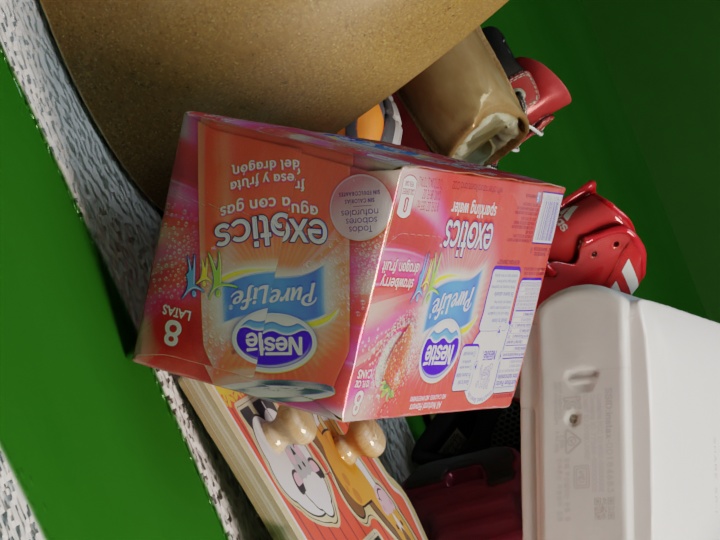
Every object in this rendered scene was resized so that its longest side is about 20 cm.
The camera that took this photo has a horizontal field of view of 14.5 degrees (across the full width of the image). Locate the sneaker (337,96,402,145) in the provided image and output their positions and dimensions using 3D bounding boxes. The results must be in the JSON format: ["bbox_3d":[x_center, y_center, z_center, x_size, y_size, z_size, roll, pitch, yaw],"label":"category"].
[{"bbox_3d":[-0.047,-0.115,1.360,0.112,0.077,0.200,54,8,-38],"label":"sneaker"}]

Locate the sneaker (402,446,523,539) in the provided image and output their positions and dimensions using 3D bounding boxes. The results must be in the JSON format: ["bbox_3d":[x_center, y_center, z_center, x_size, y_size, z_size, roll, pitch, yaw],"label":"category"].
[{"bbox_3d":[0.063,0.166,1.353,0.200,0.079,0.096,-81,159,-65],"label":"sneaker"}]

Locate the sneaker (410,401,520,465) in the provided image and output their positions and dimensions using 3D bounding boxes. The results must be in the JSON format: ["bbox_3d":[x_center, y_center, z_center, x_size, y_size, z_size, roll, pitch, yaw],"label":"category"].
[{"bbox_3d":[0.085,0.132,1.491,0.076,0.114,0.200,-59,158,-50],"label":"sneaker"}]

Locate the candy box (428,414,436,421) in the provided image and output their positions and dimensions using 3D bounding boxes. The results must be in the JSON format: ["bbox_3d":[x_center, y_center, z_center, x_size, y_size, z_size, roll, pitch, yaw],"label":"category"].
[{"bbox_3d":[0.057,0.024,1.589,0.115,0.055,0.200,19,50,-74],"label":"candy box"}]

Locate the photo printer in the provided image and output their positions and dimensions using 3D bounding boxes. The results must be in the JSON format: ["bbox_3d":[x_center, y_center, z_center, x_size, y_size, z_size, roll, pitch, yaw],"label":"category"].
[{"bbox_3d":[0.144,0.101,1.329,0.200,0.069,0.167,18,70,-61],"label":"photo printer"}]

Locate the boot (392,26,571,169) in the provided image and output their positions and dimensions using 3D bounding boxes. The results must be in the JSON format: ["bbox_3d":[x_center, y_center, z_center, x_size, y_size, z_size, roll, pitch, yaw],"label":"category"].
[{"bbox_3d":[0.043,-0.041,1.429,0.072,0.144,0.200,59,16,-44],"label":"boot"}]

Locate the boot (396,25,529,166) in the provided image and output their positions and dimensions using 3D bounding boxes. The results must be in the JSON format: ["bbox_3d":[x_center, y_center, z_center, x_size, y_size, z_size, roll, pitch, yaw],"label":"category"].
[{"bbox_3d":[0.011,-0.151,1.341,0.200,0.066,0.175,61,6,11],"label":"boot"}]

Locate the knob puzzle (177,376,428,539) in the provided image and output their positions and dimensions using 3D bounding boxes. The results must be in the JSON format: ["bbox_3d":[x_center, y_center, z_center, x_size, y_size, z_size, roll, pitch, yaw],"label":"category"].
[{"bbox_3d":[0.007,0.110,1.191,0.220,0.030,0.220,54,12,-17],"label":"knob puzzle"}]

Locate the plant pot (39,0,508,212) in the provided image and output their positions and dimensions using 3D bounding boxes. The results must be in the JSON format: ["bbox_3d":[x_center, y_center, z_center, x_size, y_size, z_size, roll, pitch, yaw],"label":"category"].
[{"bbox_3d":[-0.019,-0.142,1.197,0.186,0.200,0.187,-21,90,-78],"label":"plant pot"}]

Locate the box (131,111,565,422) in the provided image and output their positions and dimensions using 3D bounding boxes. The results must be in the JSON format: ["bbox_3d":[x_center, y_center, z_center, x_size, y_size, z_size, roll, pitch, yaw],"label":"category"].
[{"bbox_3d":[0.000,0.000,1.135,0.200,0.094,0.103,0,103,-68],"label":"box"}]

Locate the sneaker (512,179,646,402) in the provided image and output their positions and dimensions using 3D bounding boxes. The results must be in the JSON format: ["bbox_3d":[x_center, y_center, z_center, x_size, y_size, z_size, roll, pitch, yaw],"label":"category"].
[{"bbox_3d":[0.055,-0.006,1.315,0.200,0.116,0.078,9,37,-51],"label":"sneaker"}]
